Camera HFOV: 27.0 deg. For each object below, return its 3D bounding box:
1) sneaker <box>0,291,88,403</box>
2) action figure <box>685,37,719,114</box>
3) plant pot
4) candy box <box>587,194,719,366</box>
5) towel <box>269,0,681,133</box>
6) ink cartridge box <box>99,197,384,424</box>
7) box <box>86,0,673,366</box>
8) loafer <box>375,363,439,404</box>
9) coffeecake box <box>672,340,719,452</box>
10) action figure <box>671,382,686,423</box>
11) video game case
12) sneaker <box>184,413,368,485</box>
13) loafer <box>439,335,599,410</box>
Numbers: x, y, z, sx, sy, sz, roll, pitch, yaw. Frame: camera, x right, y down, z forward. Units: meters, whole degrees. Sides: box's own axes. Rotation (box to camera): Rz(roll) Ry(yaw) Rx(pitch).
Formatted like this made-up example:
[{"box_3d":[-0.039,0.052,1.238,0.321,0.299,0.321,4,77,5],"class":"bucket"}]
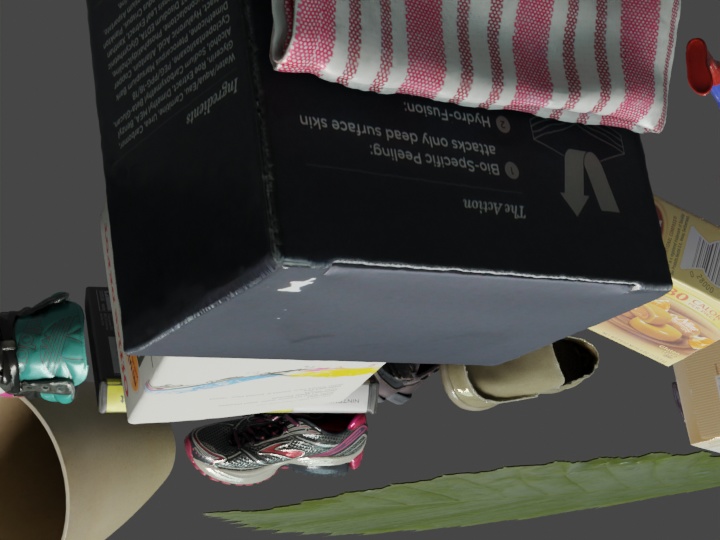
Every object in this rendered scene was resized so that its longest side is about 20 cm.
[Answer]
[{"box_3d":[-0.259,0.057,1.080,0.120,0.084,0.200,-8,172,13],"class":"sneaker"},{"box_3d":[0.252,-0.075,0.927,0.065,0.099,0.200,-15,165,20],"class":"action figure"},{"box_3d":[-0.265,0.174,1.349,0.187,0.188,0.200,-20,175,31],"class":"plant pot"},{"box_3d":[0.150,-0.013,0.982,0.200,0.055,0.115,26,155,-9],"class":"candy box"},{"box_3d":[0.057,-0.131,0.543,0.200,0.147,0.030,4,-175,-39],"class":"towel"},{"box_3d":[-0.062,-0.009,0.870,0.144,0.148,0.200,-4,162,-18],"class":"ink cartridge box"},{"box_3d":[0.003,-0.072,0.610,0.196,0.200,0.117,5,158,-38],"class":"box"},{"box_3d":[0.030,0.079,1.377,0.063,0.072,0.200,-32,166,6],"class":"loafer"},{"box_3d":[0.357,0.092,1.421,0.073,0.154,0.200,-17,162,25],"class":"coffeecake box"},{"box_3d":[0.476,0.136,1.796,0.130,0.070,0.200,14,148,-39],"class":"action figure"},{"box_3d":[-0.096,0.053,1.046,0.180,0.026,0.200,1,-164,-13],"class":"video game case"},{"box_3d":[-0.090,0.174,1.604,0.200,0.081,0.075,-4,134,-20],"class":"sneaker"},{"box_3d":[0.156,0.087,1.446,0.200,0.076,0.068,-6,164,-45],"class":"loafer"}]
